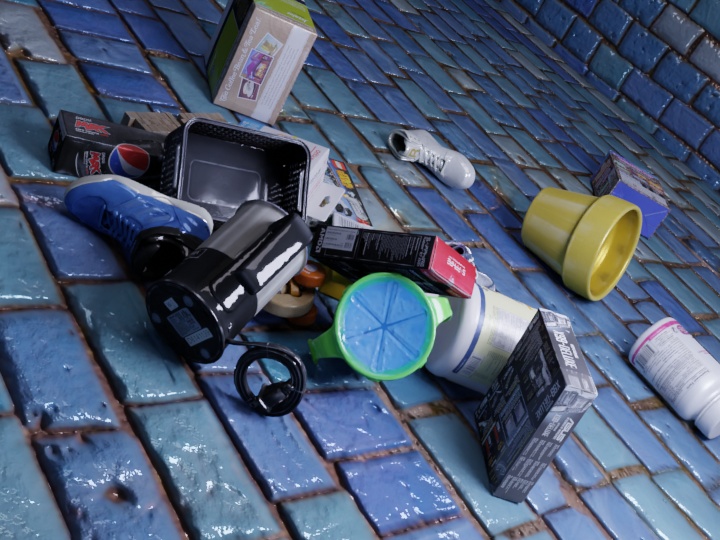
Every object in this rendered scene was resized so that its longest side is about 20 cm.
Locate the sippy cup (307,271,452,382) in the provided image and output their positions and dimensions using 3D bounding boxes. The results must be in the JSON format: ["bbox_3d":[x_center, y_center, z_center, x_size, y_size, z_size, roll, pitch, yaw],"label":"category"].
[{"bbox_3d":[0.026,0.079,1.243,0.174,0.143,0.130,19,-9,-3],"label":"sippy cup"}]

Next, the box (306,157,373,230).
[{"bbox_3d":[-0.067,-0.134,1.602,0.135,0.040,0.202,14,33,-28],"label":"box"}]

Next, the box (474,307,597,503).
[{"bbox_3d":[0.225,0.177,1.234,0.049,0.202,0.159,18,30,-15],"label":"box"}]

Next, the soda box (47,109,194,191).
[{"bbox_3d":[-0.344,-0.166,1.349,0.197,0.064,0.071,9,35,-35],"label":"soda box"}]

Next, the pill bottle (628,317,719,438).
[{"bbox_3d":[0.584,0.192,1.665,0.112,0.114,0.201,0,42,-45],"label":"pill bottle"}]

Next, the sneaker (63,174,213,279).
[{"bbox_3d":[-0.293,-0.051,1.203,0.196,0.078,0.112,17,38,-12],"label":"sneaker"}]

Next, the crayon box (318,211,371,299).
[{"bbox_3d":[0.000,0.000,1.446,0.125,0.051,0.201,24,29,-14],"label":"crayon box"}]

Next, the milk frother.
[{"bbox_3d":[-0.122,0.045,1.139,0.188,0.178,0.203,-47,124,-42],"label":"milk frother"}]

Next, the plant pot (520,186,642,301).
[{"bbox_3d":[0.429,-0.071,1.859,0.187,0.205,0.199,30,24,31],"label":"plant pot"}]

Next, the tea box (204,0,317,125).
[{"bbox_3d":[-0.193,-0.422,1.758,0.131,0.202,0.199,17,32,-26],"label":"tea box"}]

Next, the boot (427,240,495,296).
[{"bbox_3d":[0.174,0.002,1.575,0.197,0.091,0.073,2,39,-43],"label":"boot"}]

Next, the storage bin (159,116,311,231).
[{"bbox_3d":[-0.180,-0.128,1.341,0.196,0.139,0.093,9,-9,-30],"label":"storage bin"}]

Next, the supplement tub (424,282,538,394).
[{"bbox_3d":[0.203,0.112,1.374,0.197,0.146,0.146,22,29,-18],"label":"supplement tub"}]

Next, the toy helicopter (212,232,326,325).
[{"bbox_3d":[-0.149,0.006,1.288,0.131,0.080,0.199,-17,43,-44],"label":"toy helicopter"}]

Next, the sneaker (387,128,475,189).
[{"bbox_3d":[0.138,-0.230,1.936,0.114,0.075,0.199,-4,35,-45],"label":"sneaker"}]

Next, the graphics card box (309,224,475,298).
[{"bbox_3d":[0.044,-0.012,1.259,0.197,0.052,0.125,6,-15,35],"label":"graphics card box"}]

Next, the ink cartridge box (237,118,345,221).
[{"bbox_3d":[-0.124,-0.163,1.499,0.196,0.069,0.116,20,36,7],"label":"ink cartridge box"}]

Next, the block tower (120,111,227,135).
[{"bbox_3d":[-0.291,-0.215,1.488,0.058,0.055,0.198,45,31,25],"label":"block tower"}]

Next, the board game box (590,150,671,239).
[{"bbox_3d":[0.692,-0.197,2.403,0.157,0.098,0.201,28,28,-7],"label":"board game box"}]
